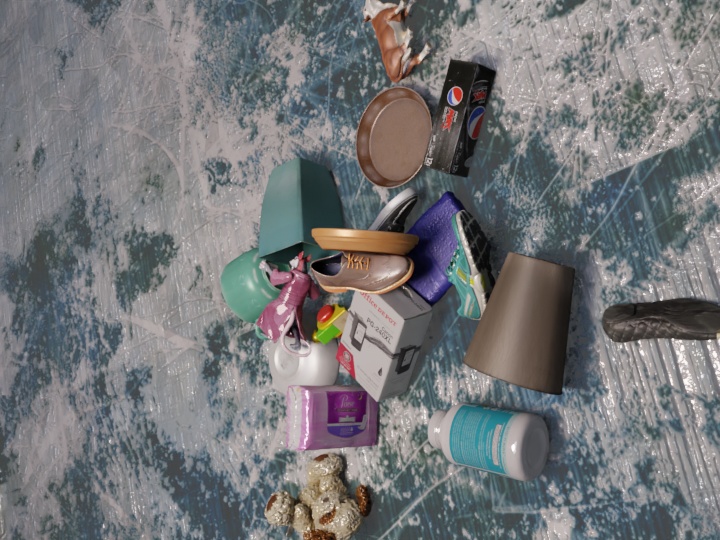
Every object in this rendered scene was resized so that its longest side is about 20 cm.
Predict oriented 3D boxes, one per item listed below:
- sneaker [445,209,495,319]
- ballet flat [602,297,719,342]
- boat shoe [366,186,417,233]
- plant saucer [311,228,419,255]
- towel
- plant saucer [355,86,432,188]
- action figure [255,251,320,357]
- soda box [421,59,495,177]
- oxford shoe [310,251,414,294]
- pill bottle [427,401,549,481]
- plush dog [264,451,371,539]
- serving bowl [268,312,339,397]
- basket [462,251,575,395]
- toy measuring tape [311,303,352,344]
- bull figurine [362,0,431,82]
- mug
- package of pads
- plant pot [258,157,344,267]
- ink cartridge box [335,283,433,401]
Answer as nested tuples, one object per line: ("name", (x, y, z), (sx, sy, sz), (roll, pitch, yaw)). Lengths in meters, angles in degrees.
("sneaker", (0.184, -0.005, 1.340), (0.079, 0.077, 0.203), (-3, 108, 31))
("ballet flat", (0.464, 0.080, 1.149), (0.198, 0.057, 0.067), (-1, 45, 41))
("boat shoe", (0.057, -0.081, 1.516), (0.057, 0.068, 0.200), (50, 123, 14))
("plant saucer", (0.008, -0.052, 1.397), (0.198, 0.199, 0.038), (3, 90, 42))
("towel", (0.146, -0.033, 1.442), (0.200, 0.049, 0.149), (-47, 63, 32))
("plant saucer", (0.072, -0.264, 1.528), (0.199, 0.034, 0.203), (-4, 84, 42))
("action figure", (-0.148, 0.057, 1.582), (0.149, 0.132, 0.202), (-135, 62, -67))
("soda box", (0.182, -0.280, 1.408), (0.070, 0.063, 0.203), (23, 104, 40))
("oxford shoe", (0.000, 0.000, 1.399), (0.197, 0.073, 0.072), (-8, 61, 24))
("pill bottle", (0.214, 0.289, 1.314), (0.198, 0.110, 0.113), (2, 89, 42))
("plush dog", (-0.069, 0.494, 1.545), (0.171, 0.199, 0.162), (10, 128, 51))
("serving bowl", (-0.139, 0.193, 1.674), (0.198, 0.065, 0.203), (-2, 87, 43))
("basket", (0.273, 0.079, 1.262), (0.179, 0.135, 0.203), (17, 95, 38))
("toy measuring tape", (-0.029, 0.081, 1.590), (0.200, 0.073, 0.074), (-41, 61, 15))
("bull figurine", (0.069, -0.478, 1.517), (0.121, 0.065, 0.202), (-34, 68, 49))
("mug", (-0.209, 0.039, 1.700), (0.114, 0.152, 0.186), (-28, 104, 35))
("package of pads", (-0.056, 0.287, 1.503), (0.075, 0.198, 0.122), (-3, 82, 47))
("plant pot", (-0.126, -0.127, 1.638), (0.140, 0.140, 0.203), (-16, 70, 40))
("ink cartridge box", (0.043, 0.124, 1.471), (0.145, 0.083, 0.202), (41, 129, 37))
